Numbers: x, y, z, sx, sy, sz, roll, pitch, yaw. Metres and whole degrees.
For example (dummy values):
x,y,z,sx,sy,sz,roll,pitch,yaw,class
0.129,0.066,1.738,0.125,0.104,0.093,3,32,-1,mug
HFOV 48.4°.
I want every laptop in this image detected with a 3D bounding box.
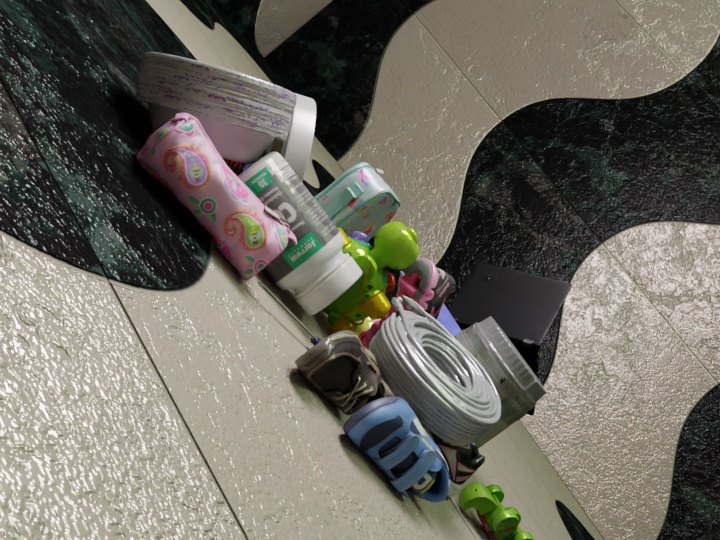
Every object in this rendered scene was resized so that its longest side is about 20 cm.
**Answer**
x,y,z,sx,sy,sz,roll,pitch,yaw,class
0.246,0.112,1.378,0.186,0.202,0.115,15,23,37,laptop

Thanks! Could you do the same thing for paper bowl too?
x,y,z,sx,sy,sz,roll,pitch,yaw,class
-0.189,-0.203,1.030,0.199,0.105,0.201,16,7,-2,paper bowl

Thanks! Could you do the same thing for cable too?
x,y,z,sx,sy,sz,roll,pitch,yaw,class
0.099,0.141,1.070,0.200,0.069,0.200,39,19,-12,cable

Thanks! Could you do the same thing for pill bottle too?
x,y,z,sx,sy,sz,roll,pitch,yaw,class
-0.093,-0.047,1.063,0.200,0.113,0.113,51,7,-6,pill bottle

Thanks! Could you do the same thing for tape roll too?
x,y,z,sx,sy,sz,roll,pitch,yaw,class
-0.114,-0.165,1.200,0.037,0.204,0.203,14,20,-16,tape roll

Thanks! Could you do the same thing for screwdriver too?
x,y,z,sx,sy,sz,roll,pitch,yaw,class
-0.070,0.077,0.994,0.200,0.029,0.028,44,12,-36,screwdriver

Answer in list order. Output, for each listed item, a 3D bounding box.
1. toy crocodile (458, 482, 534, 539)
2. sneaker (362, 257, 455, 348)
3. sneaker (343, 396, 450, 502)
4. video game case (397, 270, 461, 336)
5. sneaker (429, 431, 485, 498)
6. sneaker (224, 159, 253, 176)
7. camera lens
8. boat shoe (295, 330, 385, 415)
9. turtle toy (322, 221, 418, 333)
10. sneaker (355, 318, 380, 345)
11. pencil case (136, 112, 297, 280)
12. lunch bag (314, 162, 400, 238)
x,y,z,sx,sy,sz,roll,pitch,yaw,class
0.213,0.386,1.215,0.200,0.061,0.068,53,5,-38,toy crocodile
0.078,0.078,1.209,0.095,0.201,0.079,11,26,-48,sneaker
0.051,0.210,0.929,0.200,0.074,0.083,44,14,-48,sneaker
0.112,0.128,1.412,0.200,0.045,0.183,-120,-150,-49,video game case
0.104,0.233,1.095,0.200,0.086,0.081,45,9,-47,sneaker
-0.193,-0.164,1.218,0.078,0.076,0.200,34,10,-26,sneaker
0.165,0.188,1.241,0.160,0.199,0.160,51,7,-9,camera lens
-0.011,0.124,0.935,0.074,0.074,0.200,55,9,22,boat shoe
0.000,0.000,1.164,0.146,0.199,0.101,57,38,-1,turtle toy
0.039,0.125,1.305,0.200,0.078,0.091,46,25,-39,sneaker
-0.162,-0.084,0.915,0.200,0.087,0.088,49,8,-22,pencil case
-0.034,-0.083,1.265,0.077,0.200,0.160,52,6,17,lunch bag
